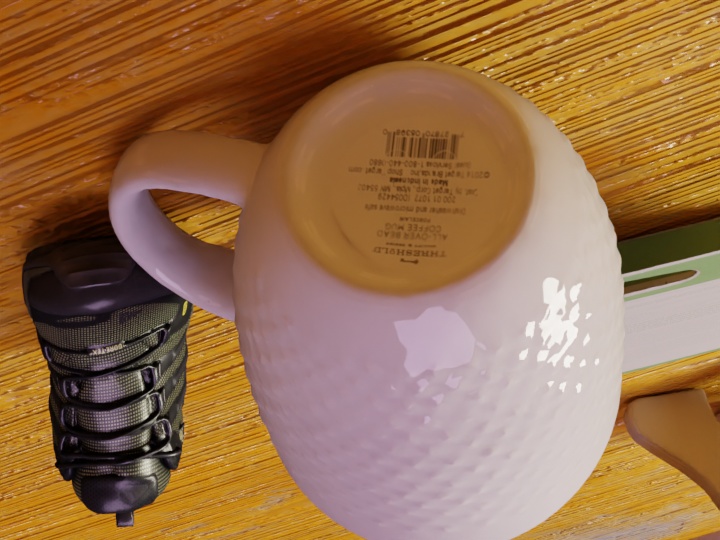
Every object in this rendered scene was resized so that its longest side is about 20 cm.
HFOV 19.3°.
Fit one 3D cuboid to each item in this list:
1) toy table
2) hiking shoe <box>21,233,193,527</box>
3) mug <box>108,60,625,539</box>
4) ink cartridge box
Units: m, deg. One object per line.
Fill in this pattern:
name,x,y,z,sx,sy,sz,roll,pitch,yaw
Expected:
toy table,0.265,0.126,1.340,0.198,0.118,0.184,-5,161,-20
hiking shoe,-0.099,0.049,0.906,0.075,0.102,0.200,-10,162,-5
mug,0.000,0.000,0.783,0.198,0.149,0.176,16,157,13
ink cartridge box,0.128,0.007,1.002,0.144,0.048,0.200,-14,162,9
